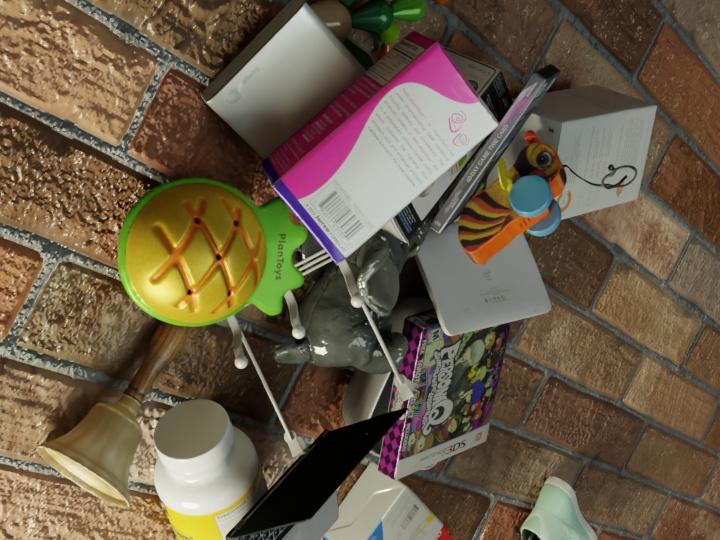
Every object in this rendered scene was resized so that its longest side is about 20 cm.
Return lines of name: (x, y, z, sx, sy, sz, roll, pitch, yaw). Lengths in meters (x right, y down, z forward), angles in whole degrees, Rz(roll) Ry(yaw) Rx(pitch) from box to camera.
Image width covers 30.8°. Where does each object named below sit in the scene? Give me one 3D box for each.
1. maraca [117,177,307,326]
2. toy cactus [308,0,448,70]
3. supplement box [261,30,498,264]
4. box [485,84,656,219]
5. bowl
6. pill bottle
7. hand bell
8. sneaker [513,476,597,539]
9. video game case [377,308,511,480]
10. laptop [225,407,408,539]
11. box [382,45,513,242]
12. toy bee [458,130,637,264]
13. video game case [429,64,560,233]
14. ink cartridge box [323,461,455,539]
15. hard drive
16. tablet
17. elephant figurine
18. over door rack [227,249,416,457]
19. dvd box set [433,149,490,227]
maraca: (-0.137, -0.016, 1.234, 0.198, 0.106, 0.140, 2, 98, -34)
toy cactus: (0.003, -0.242, 1.298, 0.163, 0.102, 0.202, -14, 130, -32)
supplement box: (0.016, -0.118, 1.229, 0.199, 0.103, 0.101, -40, 110, 3)
box: (0.256, -0.144, 1.585, 0.198, 0.097, 0.126, -15, 121, -43)
bowl: (0.064, 0.130, 1.601, 0.199, 0.074, 0.202, 29, 90, -53)
pill bottle: (-0.154, 0.233, 1.377, 0.112, 0.111, 0.202, -39, 137, -27)
hand bell: (-0.217, 0.117, 1.274, 0.201, 0.103, 0.105, -60, 145, -24)
sneaker: (0.307, 0.430, 2.067, 0.119, 0.073, 0.202, -50, 132, -25)
video game case: (0.104, 0.134, 1.562, 0.180, 0.036, 0.203, -14, 121, -46)
laptop: (-0.039, 0.256, 1.356, 0.187, 0.115, 0.203, -42, 138, -44)
box: (0.058, -0.141, 1.395, 0.201, 0.116, 0.060, -52, 144, -15)
toy bee: (0.191, -0.094, 1.461, 0.197, 0.110, 0.132, -18, 149, -10)
video game case: (0.150, -0.136, 1.439, 0.201, 0.019, 0.143, -55, 175, 18)
ink cartridge box: (0.041, 0.350, 1.714, 0.117, 0.067, 0.200, -52, 142, -12)
hard drive: (-0.043, -0.151, 1.275, 0.132, 0.026, 0.200, -44, 128, 4)
tablet: (0.144, 0.002, 1.546, 0.198, 0.132, 0.014, -9, 164, -45)
elephant figurine: (0.000, 0.000, 1.419, 0.155, 0.139, 0.203, -66, 168, -78)
over door rack: (-0.047, 0.079, 1.326, 0.146, 0.067, 0.202, -27, 100, 8)
dvd box set: (0.154, -0.115, 1.590, 0.199, 0.029, 0.148, -34, 134, -31)
